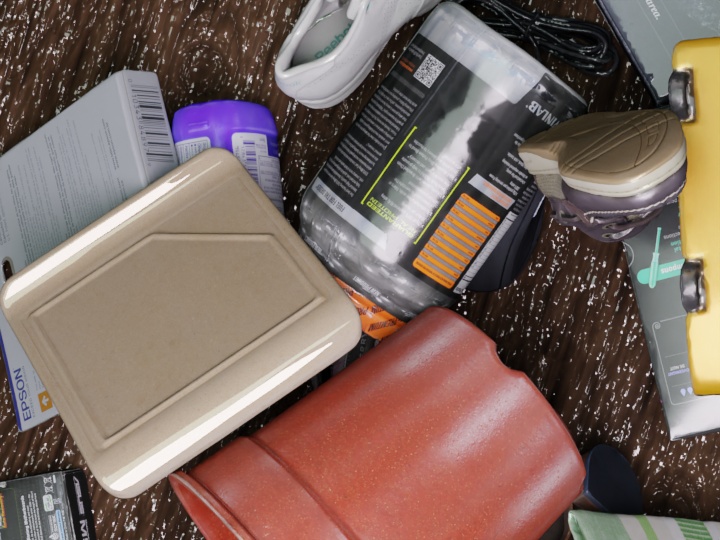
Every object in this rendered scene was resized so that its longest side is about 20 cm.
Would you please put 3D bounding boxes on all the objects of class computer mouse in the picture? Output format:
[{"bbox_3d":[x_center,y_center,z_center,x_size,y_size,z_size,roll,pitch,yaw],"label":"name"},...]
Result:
[{"bbox_3d":[0.077,-0.095,1.332,0.139,0.046,0.201,25,93,12],"label":"computer mouse"}]

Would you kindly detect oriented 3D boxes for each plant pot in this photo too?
[{"bbox_3d":[0.021,0.139,1.190,0.195,0.201,0.201,-39,78,-13],"label":"plant pot"}]

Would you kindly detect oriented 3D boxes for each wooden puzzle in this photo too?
[{"bbox_3d":[-0.115,0.030,1.223,0.184,0.037,0.200,-34,48,-6],"label":"wooden puzzle"}]

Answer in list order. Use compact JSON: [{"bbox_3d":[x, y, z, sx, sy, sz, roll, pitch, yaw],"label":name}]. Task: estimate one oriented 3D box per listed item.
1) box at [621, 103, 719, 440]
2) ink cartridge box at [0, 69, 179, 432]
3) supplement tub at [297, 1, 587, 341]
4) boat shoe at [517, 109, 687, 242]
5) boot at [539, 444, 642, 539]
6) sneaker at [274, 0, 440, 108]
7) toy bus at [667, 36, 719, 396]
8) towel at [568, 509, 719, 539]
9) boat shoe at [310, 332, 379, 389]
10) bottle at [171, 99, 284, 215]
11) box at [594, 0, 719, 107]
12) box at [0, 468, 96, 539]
[{"bbox_3d":[0.238,-0.005,1.234,0.123,0.148,0.202,-15,84,16],"label":"box"},{"bbox_3d":[-0.190,-0.009,1.367,0.199,0.040,0.201,-27,73,42],"label":"ink cartridge box"},{"bbox_3d":[0.044,-0.059,1.255,0.122,0.122,0.201,38,96,13],"label":"supplement tub"},{"bbox_3d":[0.144,-0.050,1.111,0.072,0.200,0.065,-29,102,-8],"label":"boat shoe"},{"bbox_3d":[0.117,0.204,1.238,0.075,0.200,0.097,45,128,-13],"label":"boot"},{"bbox_3d":[0.011,-0.198,1.332,0.075,0.088,0.201,36,96,14],"label":"sneaker"},{"bbox_3d":[0.218,-0.030,1.121,0.064,0.078,0.202,-4,87,17],"label":"toy bus"},{"bbox_3d":[0.236,0.209,1.190,0.198,0.153,0.024,8,124,-24],"label":"towel"},{"bbox_3d":[0.000,0.000,1.337,0.066,0.057,0.202,3,87,24],"label":"boat shoe"},{"bbox_3d":[-0.086,-0.014,1.349,0.065,0.083,0.202,-8,86,23],"label":"bottle"},{"bbox_3d":[0.232,-0.233,1.266,0.199,0.117,0.198,-31,81,9],"label":"box"},{"bbox_3d":[-0.276,0.256,1.402,0.191,0.047,0.202,-12,85,15],"label":"box"}]
